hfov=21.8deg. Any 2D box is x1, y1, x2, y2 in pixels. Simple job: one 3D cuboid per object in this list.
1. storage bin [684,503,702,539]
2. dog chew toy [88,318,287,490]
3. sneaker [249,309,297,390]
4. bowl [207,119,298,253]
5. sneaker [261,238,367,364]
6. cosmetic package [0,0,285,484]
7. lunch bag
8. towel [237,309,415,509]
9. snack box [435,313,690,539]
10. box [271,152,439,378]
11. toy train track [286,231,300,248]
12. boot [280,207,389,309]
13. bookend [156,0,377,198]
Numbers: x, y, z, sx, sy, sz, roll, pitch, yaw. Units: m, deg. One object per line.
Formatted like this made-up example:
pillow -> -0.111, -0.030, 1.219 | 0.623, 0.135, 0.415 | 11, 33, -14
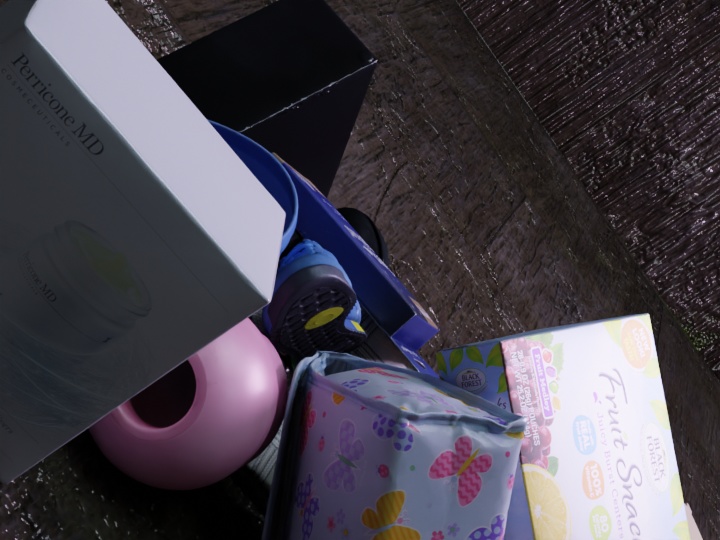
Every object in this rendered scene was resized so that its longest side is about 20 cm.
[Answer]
storage bin -> 0.200, 0.292, 1.508 | 0.094, 0.198, 0.200 | 40, 22, -41
dog chew toy -> -0.103, 0.080, 1.215 | 0.125, 0.124, 0.200 | 59, 7, 12
sneaker -> -0.125, 0.020, 1.363 | 0.200, 0.078, 0.085 | 49, 26, -2
bowl -> -0.143, -0.046, 1.276 | 0.200, 0.039, 0.201 | 10, 34, -7
sneaker -> -0.041, 0.011, 1.286 | 0.200, 0.066, 0.079 | 67, -2, -77
cosmetic package -> -0.181, -0.026, 1.038 | 0.199, 0.200, 0.123 | 49, 17, -19
lunch bag -> 0.003, 0.151, 1.213 | 0.127, 0.170, 0.200 | 7, 7, -26
towel -> 0.019, 0.156, 1.397 | 0.200, 0.035, 0.193 | 51, 46, -11
snack box -> 0.145, 0.139, 1.285 | 0.168, 0.068, 0.201 | -7, 87, -45
box -> 0.000, 0.000, 1.431 | 0.200, 0.032, 0.121 | 50, 4, 12
toy train track -> -0.090, -0.015, 1.338 | 0.115, 0.033, 0.200 | 52, 26, 6
boot -> -0.042, -0.010, 1.584 | 0.163, 0.073, 0.199 | 49, 31, -45
bookend -> -0.107, -0.106, 1.543 | 0.092, 0.198, 0.200 | 49, -30, 17
